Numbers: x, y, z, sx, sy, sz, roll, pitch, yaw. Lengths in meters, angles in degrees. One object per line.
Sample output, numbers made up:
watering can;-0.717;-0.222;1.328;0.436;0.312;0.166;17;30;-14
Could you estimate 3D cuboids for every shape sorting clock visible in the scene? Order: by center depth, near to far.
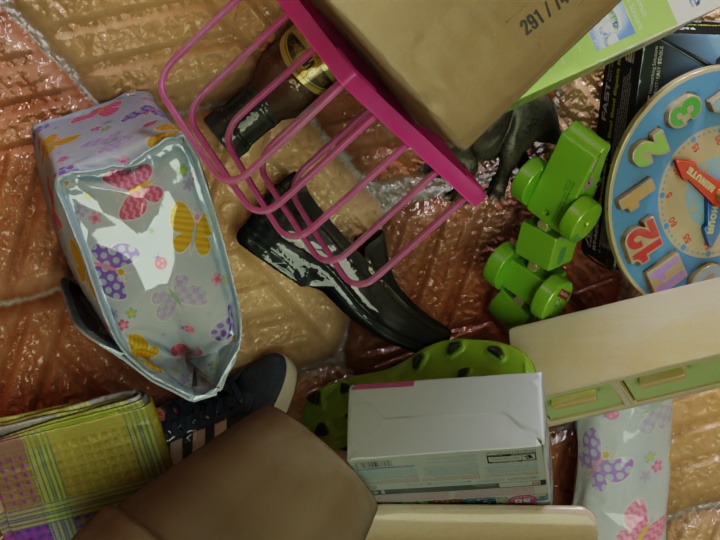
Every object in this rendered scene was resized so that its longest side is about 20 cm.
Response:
shape sorting clock;0.281;-0.062;1.587;0.198;0.039;0.202;-7;110;-20

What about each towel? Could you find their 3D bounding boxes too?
towel;-0.206;0.185;1.543;0.142;0.023;0.201;-15;120;-1

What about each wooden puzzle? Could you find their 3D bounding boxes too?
wooden puzzle;0.089;0.235;1.611;0.183;0.038;0.201;1;147;-1

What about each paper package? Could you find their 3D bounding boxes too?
paper package;0.066;-0.211;1.302;0.200;0.103;0.191;-45;115;-1

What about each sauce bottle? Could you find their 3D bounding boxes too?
sauce bottle;-0.031;-0.162;1.526;0.200;0.065;0.065;-42;113;1

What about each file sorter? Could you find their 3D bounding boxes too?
file sorter;-0.032;-0.096;1.429;0.125;0.139;0.200;-42;143;8

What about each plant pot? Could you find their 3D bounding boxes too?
plant pot;-0.083;0.203;1.477;0.174;0.200;0.200;-47;114;-14

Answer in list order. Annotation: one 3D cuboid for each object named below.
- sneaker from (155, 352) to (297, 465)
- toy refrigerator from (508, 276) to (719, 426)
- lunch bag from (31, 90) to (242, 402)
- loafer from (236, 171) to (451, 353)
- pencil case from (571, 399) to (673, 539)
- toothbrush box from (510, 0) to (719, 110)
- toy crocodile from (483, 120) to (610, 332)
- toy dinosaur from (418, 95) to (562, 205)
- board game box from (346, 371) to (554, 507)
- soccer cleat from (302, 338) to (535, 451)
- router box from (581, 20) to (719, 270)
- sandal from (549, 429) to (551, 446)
sneaker;-0.141;0.125;1.575;0.200;0.075;0.085;-43;118;0
toy refrigerator;0.225;0.066;1.581;0.198;0.071;0.076;-14;155;15
lunch bag;-0.164;-0.011;1.475;0.126;0.170;0.202;-21;112;-9
loafer;0.000;0.000;1.583;0.199;0.073;0.073;34;90;-24
pencil case;0.217;0.161;1.689;0.090;0.083;0.202;-7;109;-16
toothbrush box;0.147;-0.182;1.465;0.199;0.146;0.087;-26;92;-7
toy crocodile;0.151;-0.028;1.592;0.062;0.067;0.201;-23;139;-47
toy dinosaur;0.104;-0.111;1.577;0.198;0.077;0.103;4;119;-14
board game box;0.073;0.148;1.541;0.146;0.065;0.200;-3;153;6
soccer cleat;0.050;0.101;1.595;0.198;0.081;0.068;-15;70;19
router box;0.268;-0.102;1.627;0.148;0.062;0.202;-2;107;-22
sandal;0.106;0.198;1.680;0.080;0.054;0.202;19;107;-6
